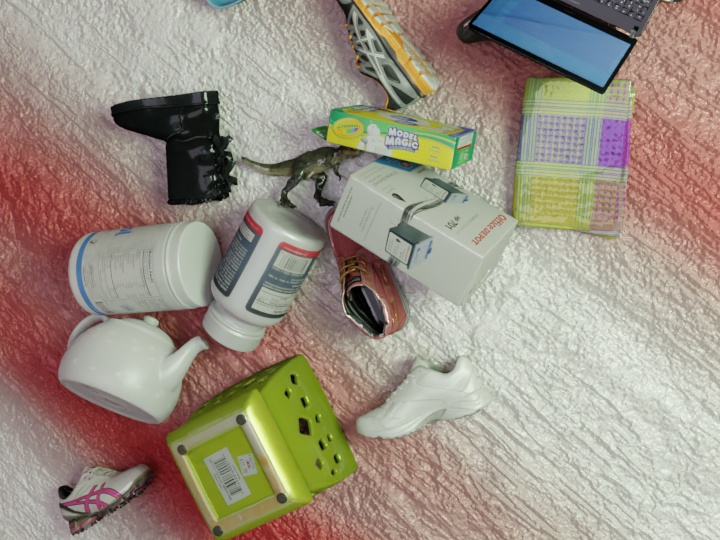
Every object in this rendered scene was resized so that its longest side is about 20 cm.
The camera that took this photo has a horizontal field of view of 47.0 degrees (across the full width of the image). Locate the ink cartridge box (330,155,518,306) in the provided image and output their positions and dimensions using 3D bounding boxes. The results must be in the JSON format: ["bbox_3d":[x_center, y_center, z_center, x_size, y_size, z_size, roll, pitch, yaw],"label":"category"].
[{"bbox_3d":[0.085,-0.060,1.077,0.199,0.146,0.086,31,122,14],"label":"ink cartridge box"}]

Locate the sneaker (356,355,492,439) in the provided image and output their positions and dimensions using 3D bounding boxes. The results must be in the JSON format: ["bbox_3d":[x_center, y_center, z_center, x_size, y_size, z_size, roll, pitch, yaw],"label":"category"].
[{"bbox_3d":[0.080,0.173,1.164,0.199,0.078,0.100,-21,83,13],"label":"sneaker"}]

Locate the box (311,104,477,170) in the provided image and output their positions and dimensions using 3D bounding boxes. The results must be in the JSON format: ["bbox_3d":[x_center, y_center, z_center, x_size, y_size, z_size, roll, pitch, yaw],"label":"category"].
[{"bbox_3d":[0.044,-0.182,1.097,0.198,0.117,0.049,14,108,18],"label":"box"}]

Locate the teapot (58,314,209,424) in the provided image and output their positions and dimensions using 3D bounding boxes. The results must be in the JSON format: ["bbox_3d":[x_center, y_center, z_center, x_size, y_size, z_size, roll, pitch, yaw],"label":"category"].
[{"bbox_3d":[-0.357,0.137,1.278,0.199,0.197,0.147,25,67,-12],"label":"teapot"}]

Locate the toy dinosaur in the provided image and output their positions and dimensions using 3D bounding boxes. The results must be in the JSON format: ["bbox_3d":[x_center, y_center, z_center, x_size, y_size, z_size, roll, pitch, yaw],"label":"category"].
[{"bbox_3d":[-0.079,-0.135,1.189,0.198,0.047,0.089,-7,80,21],"label":"toy dinosaur"}]

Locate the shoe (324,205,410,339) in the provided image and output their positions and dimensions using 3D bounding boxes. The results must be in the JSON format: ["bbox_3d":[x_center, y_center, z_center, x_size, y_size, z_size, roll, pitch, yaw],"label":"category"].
[{"bbox_3d":[0.000,0.000,1.153,0.071,0.091,0.201,-29,87,21],"label":"shoe"}]

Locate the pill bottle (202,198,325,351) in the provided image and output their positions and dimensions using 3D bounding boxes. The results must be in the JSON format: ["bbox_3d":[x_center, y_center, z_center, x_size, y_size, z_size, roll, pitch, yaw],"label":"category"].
[{"bbox_3d":[-0.146,0.010,1.194,0.119,0.119,0.201,35,108,13],"label":"pill bottle"}]

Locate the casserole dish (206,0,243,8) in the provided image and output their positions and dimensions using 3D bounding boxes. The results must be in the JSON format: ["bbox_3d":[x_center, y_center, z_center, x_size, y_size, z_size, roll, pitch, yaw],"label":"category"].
[{"bbox_3d":[-0.156,-0.454,1.177,0.199,0.039,0.122,-24,89,21],"label":"casserole dish"}]

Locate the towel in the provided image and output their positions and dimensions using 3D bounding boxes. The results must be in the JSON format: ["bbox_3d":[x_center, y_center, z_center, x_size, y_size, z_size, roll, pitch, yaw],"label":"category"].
[{"bbox_3d":[0.269,-0.143,1.057,0.142,0.023,0.202,7,107,21],"label":"towel"}]

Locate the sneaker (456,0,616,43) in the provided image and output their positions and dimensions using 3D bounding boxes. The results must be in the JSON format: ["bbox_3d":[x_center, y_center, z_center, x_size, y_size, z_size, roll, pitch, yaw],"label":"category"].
[{"bbox_3d":[0.225,-0.291,1.040,0.199,0.076,0.116,-15,95,21],"label":"sneaker"}]

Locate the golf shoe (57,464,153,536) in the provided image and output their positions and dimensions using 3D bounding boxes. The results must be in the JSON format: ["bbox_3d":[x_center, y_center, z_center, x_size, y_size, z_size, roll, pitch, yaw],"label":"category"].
[{"bbox_3d":[-0.429,0.362,1.372,0.199,0.073,0.093,-33,84,21],"label":"golf shoe"}]

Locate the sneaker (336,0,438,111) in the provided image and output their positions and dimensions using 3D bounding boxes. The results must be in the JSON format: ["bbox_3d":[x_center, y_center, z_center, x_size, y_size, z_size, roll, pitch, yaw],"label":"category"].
[{"bbox_3d":[0.019,-0.303,1.115,0.077,0.078,0.201,-38,82,30],"label":"sneaker"}]

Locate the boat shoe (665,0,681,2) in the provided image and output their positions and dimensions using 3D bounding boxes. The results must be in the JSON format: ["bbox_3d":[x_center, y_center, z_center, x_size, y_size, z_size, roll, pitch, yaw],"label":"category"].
[{"bbox_3d":[0.317,-0.390,0.998,0.200,0.060,0.076,43,89,12],"label":"boat shoe"}]

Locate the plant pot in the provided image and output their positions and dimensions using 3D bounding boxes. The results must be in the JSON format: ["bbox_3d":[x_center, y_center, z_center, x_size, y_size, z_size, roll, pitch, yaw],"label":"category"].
[{"bbox_3d":[-0.150,0.263,1.198,0.198,0.181,0.201,-28,88,21],"label":"plant pot"}]

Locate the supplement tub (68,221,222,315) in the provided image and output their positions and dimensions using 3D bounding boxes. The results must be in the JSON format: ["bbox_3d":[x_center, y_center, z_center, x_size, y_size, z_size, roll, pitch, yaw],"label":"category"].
[{"bbox_3d":[-0.324,-0.002,1.252,0.198,0.132,0.133,-5,96,20],"label":"supplement tub"}]

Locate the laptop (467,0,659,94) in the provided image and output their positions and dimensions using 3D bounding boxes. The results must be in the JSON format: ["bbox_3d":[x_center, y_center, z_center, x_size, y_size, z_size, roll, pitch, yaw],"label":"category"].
[{"bbox_3d":[0.249,-0.329,0.938,0.176,0.103,0.201,30,109,12],"label":"laptop"}]

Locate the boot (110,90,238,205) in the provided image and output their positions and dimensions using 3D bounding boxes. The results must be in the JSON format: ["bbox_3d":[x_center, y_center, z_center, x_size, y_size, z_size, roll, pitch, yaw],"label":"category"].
[{"bbox_3d":[-0.281,-0.179,1.247,0.197,0.073,0.164,-2,100,20],"label":"boot"}]
